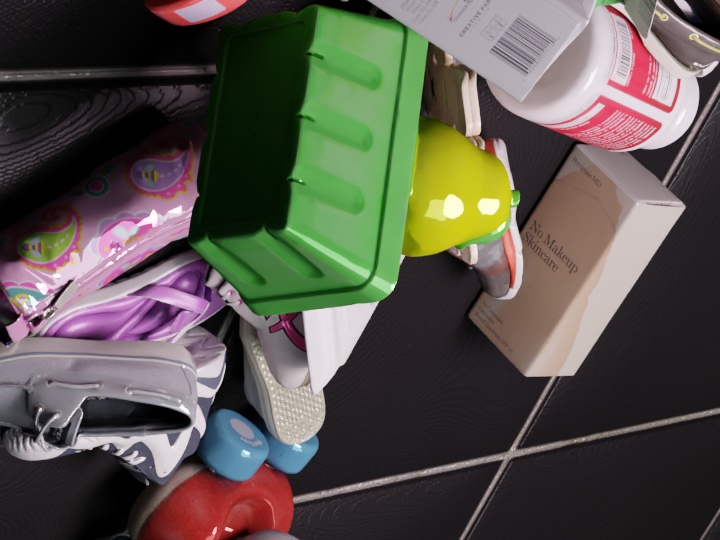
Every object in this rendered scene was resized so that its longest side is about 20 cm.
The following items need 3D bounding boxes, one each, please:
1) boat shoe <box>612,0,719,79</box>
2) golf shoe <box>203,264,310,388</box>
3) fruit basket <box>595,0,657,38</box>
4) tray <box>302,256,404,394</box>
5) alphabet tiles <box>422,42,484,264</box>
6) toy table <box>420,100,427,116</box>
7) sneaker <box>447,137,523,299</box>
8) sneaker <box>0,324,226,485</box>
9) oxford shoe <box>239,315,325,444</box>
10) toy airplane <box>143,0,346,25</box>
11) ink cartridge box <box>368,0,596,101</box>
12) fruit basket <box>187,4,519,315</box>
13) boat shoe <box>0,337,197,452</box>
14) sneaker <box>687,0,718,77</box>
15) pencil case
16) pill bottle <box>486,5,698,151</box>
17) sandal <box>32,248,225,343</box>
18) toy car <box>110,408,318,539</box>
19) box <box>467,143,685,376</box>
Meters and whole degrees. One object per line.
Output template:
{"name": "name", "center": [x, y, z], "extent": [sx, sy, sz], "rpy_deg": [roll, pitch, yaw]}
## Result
{"name": "boat shoe", "center": [0.223, -0.232, 1.801], "extent": [0.060, 0.072, 0.201], "rpy_deg": [-21, 130, 40]}
{"name": "golf shoe", "center": [-0.080, 0.007, 1.795], "extent": [0.092, 0.073, 0.200], "rpy_deg": [-18, 119, -17]}
{"name": "fruit basket", "center": [0.184, -0.296, 1.641], "extent": [0.094, 0.185, 0.200], "rpy_deg": [-11, 137, -28]}
{"name": "tray", "center": [0.000, 0.000, 1.822], "extent": [0.200, 0.022, 0.108], "rpy_deg": [-60, 152, -49]}
{"name": "alphabet tiles", "center": [0.063, -0.108, 1.720], "extent": [0.015, 0.200, 0.196], "rpy_deg": [-10, 100, -9]}
{"name": "toy table", "center": [-0.014, -0.079, 1.682], "extent": [0.117, 0.183, 0.200], "rpy_deg": [113, -6, -73]}
{"name": "sneaker", "center": [0.092, -0.042, 1.973], "extent": [0.082, 0.077, 0.200], "rpy_deg": [-11, 144, 0]}
{"name": "sneaker", "center": [-0.194, 0.133, 1.830], "extent": [0.199, 0.079, 0.130], "rpy_deg": [-31, 139, -38]}
{"name": "oxford shoe", "center": [-0.070, 0.054, 1.904], "extent": [0.075, 0.058, 0.200], "rpy_deg": [-21, 128, -21]}
{"name": "toy airplane", "center": [-0.041, -0.252, 1.484], "extent": [0.200, 0.141, 0.199], "rpy_deg": [-21, 142, -31]}
{"name": "ink cartridge box", "center": [0.076, -0.238, 1.506], "extent": [0.084, 0.175, 0.200], "rpy_deg": [-49, -168, 42]}
{"name": "fruit basket", "center": [-0.001, -0.066, 1.567], "extent": [0.215, 0.155, 0.216], "rpy_deg": [10, 77, -49]}
{"name": "boat shoe", "center": [-0.217, 0.096, 1.713], "extent": [0.200, 0.072, 0.070], "rpy_deg": [-2, 141, -14]}
{"name": "sneaker", "center": [0.301, -0.266, 1.920], "extent": [0.146, 0.081, 0.200], "rpy_deg": [-46, 146, -12]}
{"name": "pencil case", "center": [-0.184, -0.028, 1.647], "extent": [0.200, 0.087, 0.088], "rpy_deg": [-33, 147, -17]}
{"name": "pill bottle", "center": [0.195, -0.160, 1.885], "extent": [0.112, 0.112, 0.200], "rpy_deg": [-52, 147, 15]}
{"name": "sandal", "center": [-0.165, 0.040, 1.781], "extent": [0.202, 0.050, 0.083], "rpy_deg": [-20, 142, -33]}
{"name": "toy car", "center": [-0.086, 0.248, 1.956], "extent": [0.184, 0.200, 0.177], "rpy_deg": [-51, 159, 17]}
{"name": "box", "center": [0.194, -0.008, 2.084], "extent": [0.078, 0.095, 0.200], "rpy_deg": [1, 126, -48]}
